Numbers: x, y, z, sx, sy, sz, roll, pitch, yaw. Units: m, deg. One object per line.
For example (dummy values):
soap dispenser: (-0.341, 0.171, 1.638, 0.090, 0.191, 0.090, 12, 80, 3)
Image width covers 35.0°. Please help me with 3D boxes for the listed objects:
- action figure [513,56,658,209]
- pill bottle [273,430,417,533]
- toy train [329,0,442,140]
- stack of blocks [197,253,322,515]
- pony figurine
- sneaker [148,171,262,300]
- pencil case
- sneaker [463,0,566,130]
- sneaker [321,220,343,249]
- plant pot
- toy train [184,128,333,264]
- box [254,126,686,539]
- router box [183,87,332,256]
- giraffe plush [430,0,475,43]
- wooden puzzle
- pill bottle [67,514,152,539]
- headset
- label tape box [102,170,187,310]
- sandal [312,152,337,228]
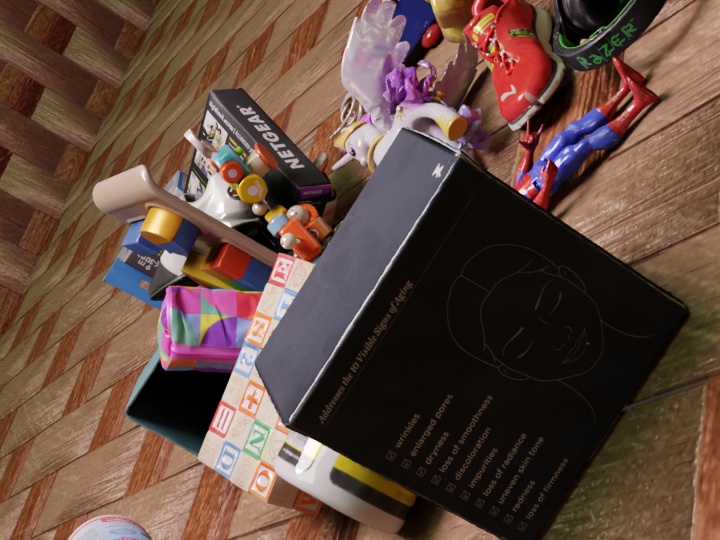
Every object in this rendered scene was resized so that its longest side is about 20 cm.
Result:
action figure: (0.156, -0.085, 0.944, 0.200, 0.052, 0.066, -52, 28, 23)
pill bottle: (0.024, 0.094, 0.907, 0.200, 0.114, 0.114, -62, 22, -7)
toy train: (0.015, -0.259, 1.420, 0.200, 0.085, 0.116, -53, 13, 16)
stack of blocks: (-0.055, 0.095, 0.995, 0.115, 0.058, 0.201, 17, 84, 50)
pony figurine: (0.049, -0.151, 1.148, 0.193, 0.166, 0.200, -61, 36, 16)
sneaker: (-0.187, -0.038, 1.302, 0.200, 0.074, 0.089, -41, 67, 38)
pencil case: (-0.093, 0.061, 1.092, 0.088, 0.199, 0.089, -176, 90, -81)
sneaker: (0.135, -0.205, 1.081, 0.077, 0.085, 0.200, -47, 25, 29)
sneaker: (0.000, 0.000, 1.143, 0.200, 0.076, 0.076, 156, 119, -78)
plant pot: (-0.158, 0.100, 1.262, 0.142, 0.141, 0.200, -56, 14, 8)
toy train: (-0.085, -0.073, 1.143, 0.056, 0.200, 0.150, -42, -14, -2)
box: (0.069, 0.044, 0.766, 0.200, 0.196, 0.124, -57, 22, 4)
router box: (-0.122, -0.092, 1.304, 0.200, 0.051, 0.149, 48, 133, 34)
giraffe plush: (0.138, -0.360, 1.213, 0.162, 0.200, 0.173, -18, 20, 10)
wooden puzzle: (-0.170, -0.023, 1.144, 0.185, 0.200, 0.046, -4, 54, 62)
pill bottle: (-0.249, 0.334, 1.197, 0.109, 0.109, 0.200, -62, 23, -7)
headset: (0.211, -0.260, 0.977, 0.123, 0.094, 0.200, -35, 27, 45)
label tape box: (-0.245, -0.016, 1.574, 0.200, 0.143, 0.066, -52, 23, 17)
sandal: (-0.064, -0.052, 1.360, 0.207, 0.059, 0.079, -62, -2, 40)
